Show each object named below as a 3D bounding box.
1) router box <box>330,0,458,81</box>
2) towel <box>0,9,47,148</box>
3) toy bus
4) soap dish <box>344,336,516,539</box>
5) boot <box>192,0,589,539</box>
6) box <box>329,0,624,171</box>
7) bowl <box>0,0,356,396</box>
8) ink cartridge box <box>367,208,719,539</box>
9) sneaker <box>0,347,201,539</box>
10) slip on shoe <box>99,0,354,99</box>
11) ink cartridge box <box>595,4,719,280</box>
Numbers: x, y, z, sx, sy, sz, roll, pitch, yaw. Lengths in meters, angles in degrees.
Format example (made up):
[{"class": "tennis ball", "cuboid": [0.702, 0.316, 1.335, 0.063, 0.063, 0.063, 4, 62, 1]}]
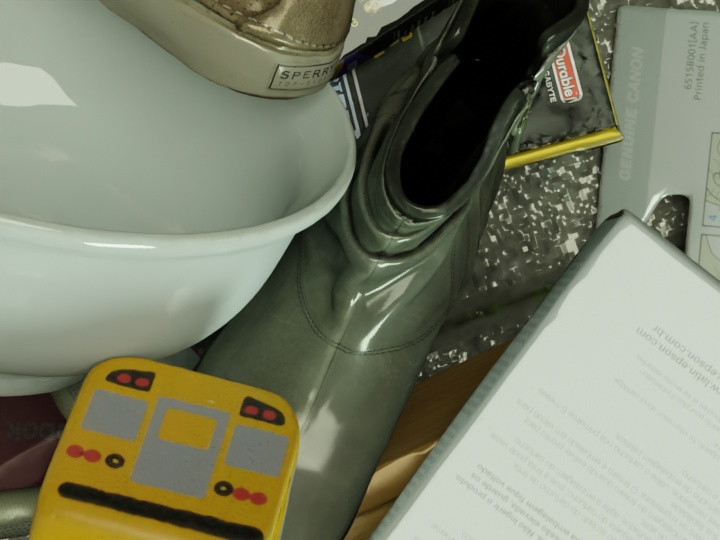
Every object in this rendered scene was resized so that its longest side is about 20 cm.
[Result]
[{"class": "router box", "cuboid": [0.002, -0.188, 0.799, 0.157, 0.052, 0.200, -32, 91, 0]}, {"class": "towel", "cuboid": [-0.176, -0.046, 0.796, 0.199, 0.048, 0.112, -23, 101, -25]}, {"class": "toy bus", "cuboid": [-0.067, 0.125, 0.705, 0.065, 0.200, 0.078, 13, 41, 1]}, {"class": "soap dish", "cuboid": [0.035, 0.119, 0.821, 0.199, 0.081, 0.158, -25, 90, -3]}, {"class": "boot", "cuboid": [0.000, 0.000, 0.736, 0.068, 0.131, 0.200, 27, 64, 0]}, {"class": "box", "cuboid": [-0.011, -0.121, 0.854, 0.159, 0.049, 0.201, -14, 89, -8]}, {"class": "bowl", "cuboid": [-0.109, -0.026, 0.721, 0.200, 0.201, 0.091, 15, 117, -8]}, {"class": "ink cartridge box", "cuboid": [0.097, 0.119, 0.744, 0.199, 0.041, 0.200, 38, 85, -1]}, {"class": "sneaker", "cuboid": [-0.150, 0.048, 0.791, 0.199, 0.088, 0.082, -4, 87, 9]}, {"class": "slip on shoe", "cuboid": [-0.082, -0.124, 0.753, 0.200, 0.076, 0.061, 35, 121, 28]}, {"class": "ink cartridge box", "cuboid": [0.171, 0.009, 0.879, 0.173, 0.044, 0.201, 5, 86, 16]}]
